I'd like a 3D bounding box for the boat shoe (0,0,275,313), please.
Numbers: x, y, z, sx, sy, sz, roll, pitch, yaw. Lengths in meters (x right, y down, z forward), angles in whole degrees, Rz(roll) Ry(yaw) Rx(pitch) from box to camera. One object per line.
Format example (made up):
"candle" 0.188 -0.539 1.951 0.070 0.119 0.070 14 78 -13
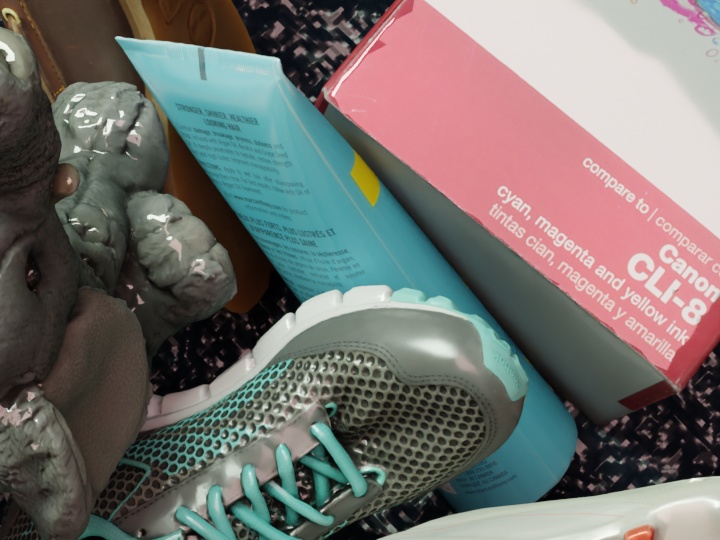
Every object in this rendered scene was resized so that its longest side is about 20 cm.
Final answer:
"boat shoe" -0.079 -0.075 0.940 0.070 0.070 0.200 2 123 26

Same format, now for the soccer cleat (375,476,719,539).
"soccer cleat" 0.073 0.095 0.875 0.200 0.078 0.069 -5 96 4

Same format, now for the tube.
"tube" 0.000 0.000 0.918 0.200 0.077 0.050 52 59 -35

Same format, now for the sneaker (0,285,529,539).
"sneaker" -0.037 0.072 0.898 0.200 0.091 0.078 -24 119 31

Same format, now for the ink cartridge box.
"ink cartridge box" 0.097 -0.074 0.944 0.145 0.145 0.200 39 81 1

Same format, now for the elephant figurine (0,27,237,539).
"elephant figurine" -0.118 0.012 0.824 0.141 0.200 0.155 -22 99 8
